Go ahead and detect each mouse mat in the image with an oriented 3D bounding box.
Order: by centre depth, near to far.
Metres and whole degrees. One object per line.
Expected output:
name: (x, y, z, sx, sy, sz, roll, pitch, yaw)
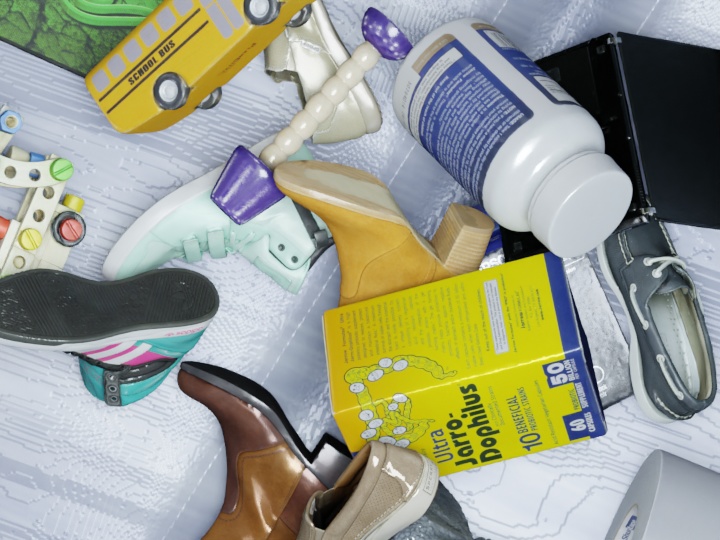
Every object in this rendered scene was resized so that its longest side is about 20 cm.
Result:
mouse mat: (-0.252, -0.258, 1.712, 0.199, 0.008, 0.162, 23, 88, 0)

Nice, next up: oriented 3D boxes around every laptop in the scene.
laptop: (0.214, -0.093, 1.668, 0.199, 0.103, 0.179, -19, 61, 22)

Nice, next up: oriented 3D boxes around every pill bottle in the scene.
pill bottle: (0.121, -0.102, 1.595, 0.111, 0.111, 0.200, -41, 55, -2)

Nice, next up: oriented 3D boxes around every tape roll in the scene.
tape roll: (0.226, 0.244, 1.590, 0.066, 0.200, 0.202, 23, 88, 1)

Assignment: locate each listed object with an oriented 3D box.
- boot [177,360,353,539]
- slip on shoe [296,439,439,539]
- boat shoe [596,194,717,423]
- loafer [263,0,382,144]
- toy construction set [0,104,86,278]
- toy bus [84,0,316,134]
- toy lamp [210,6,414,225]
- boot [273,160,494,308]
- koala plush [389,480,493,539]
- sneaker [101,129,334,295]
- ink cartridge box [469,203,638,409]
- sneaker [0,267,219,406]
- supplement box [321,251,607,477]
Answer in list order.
boot: (-0.115, 0.196, 1.675, 0.188, 0.068, 0.201, 34, 95, -6)
slip on shoe: (-0.021, 0.197, 1.575, 0.060, 0.200, 0.076, 30, 43, -22)
boat shoe: (0.247, 0.022, 1.654, 0.075, 0.060, 0.202, -12, 81, -30)
loafer: (-0.055, -0.190, 1.673, 0.068, 0.076, 0.201, -31, 88, -7)
toy construction set: (-0.300, -0.031, 1.658, 0.130, 0.092, 0.201, 25, 96, -23)
toy bus: (-0.126, -0.188, 1.635, 0.200, 0.065, 0.079, -40, 78, 23)
toy lamp: (-0.041, -0.119, 1.620, 0.058, 0.058, 0.200, 44, 86, 2)
boot: (0.000, 0.000, 1.626, 0.200, 0.071, 0.145, 15, 118, -22)
koala plush: (0.041, 0.293, 1.615, 0.177, 0.184, 0.201, 35, 100, 2)
sneaker: (-0.108, -0.017, 1.663, 0.200, 0.074, 0.119, -32, 81, -4)
ink cartridge box: (0.153, 0.027, 1.682, 0.099, 0.039, 0.201, -25, 87, 0)
sneaker: (-0.222, 0.056, 1.636, 0.198, 0.121, 0.084, -1, 53, -25)
supplement box: (0.081, 0.081, 1.594, 0.198, 0.109, 0.110, -15, 45, 8)
